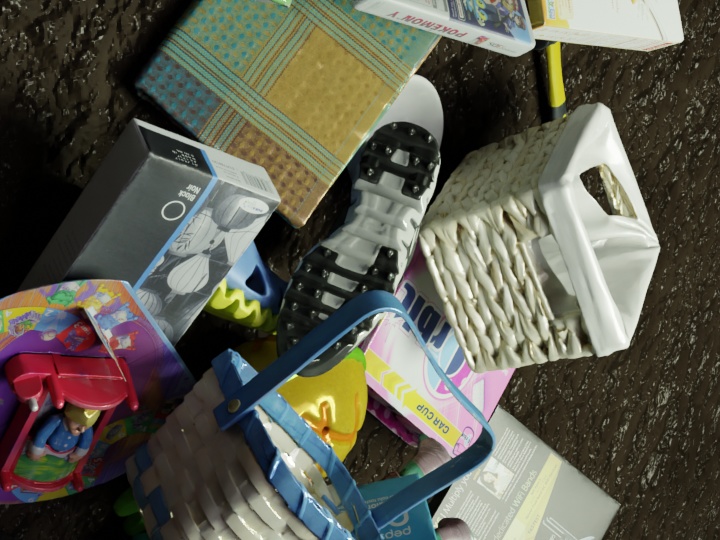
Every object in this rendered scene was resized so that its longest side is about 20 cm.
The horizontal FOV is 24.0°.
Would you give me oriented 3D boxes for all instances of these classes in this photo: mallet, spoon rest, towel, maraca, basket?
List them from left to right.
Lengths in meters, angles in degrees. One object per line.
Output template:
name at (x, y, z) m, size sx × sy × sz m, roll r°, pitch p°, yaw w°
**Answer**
maraca at (-0.079, 0.114, 1.148) m, size 0.199 × 0.107 × 0.137 m, roll -33°, pitch 155°, yaw -13°
towel at (-0.037, -0.148, 1.089) m, size 0.146 × 0.022 × 0.201 m, roll 40°, pitch 71°, yaw -16°
basket at (-0.029, 0.114, 1.016) m, size 0.199 × 0.140 × 0.177 m, roll -31°, pitch 134°, yaw 5°
spoon rest at (0.004, -0.112, 1.181) m, size 0.200 × 0.060 × 0.100 m, roll 41°, pitch 74°, yaw -49°
basket at (0.134, -0.023, 1.253) m, size 0.137 × 0.122 × 0.200 m, roll 67°, pitch 24°, yaw -14°
mallet at (0.165, -0.150, 1.384) m, size 0.066 × 0.041 × 0.201 m, roll -49°, pitch 142°, yaw -29°

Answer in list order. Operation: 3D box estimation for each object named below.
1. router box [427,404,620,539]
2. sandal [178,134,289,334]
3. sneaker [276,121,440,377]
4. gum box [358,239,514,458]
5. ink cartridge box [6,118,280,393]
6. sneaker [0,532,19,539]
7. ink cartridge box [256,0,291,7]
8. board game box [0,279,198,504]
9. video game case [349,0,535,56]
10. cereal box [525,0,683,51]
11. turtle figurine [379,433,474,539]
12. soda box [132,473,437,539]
router box at (0.107, 0.235, 1.416) m, size 0.157 × 0.052 × 0.201 m, roll 40°, pitch 74°, yaw -23°
sandal at (-0.096, -0.021, 1.090) m, size 0.200 × 0.079 × 0.088 m, roll 37°, pitch 73°, yaw -52°
sneaker at (0.000, 0.000, 1.139) m, size 0.091 × 0.066 × 0.201 m, roll 97°, pitch 16°, yaw -58°
gum box at (0.045, 0.060, 1.300) m, size 0.114 × 0.066 × 0.200 m, roll -61°, pitch 141°, yaw -12°
ink cartridge box at (-0.142, 0.010, 0.994) m, size 0.099 × 0.039 × 0.200 m, roll 17°, pitch 121°, yaw -40°
sneaker at (-0.208, 0.228, 1.067) m, size 0.085 × 0.077 × 0.200 m, roll -55°, pitch 140°, yaw -10°
ink cartridge box at (-0.081, -0.274, 0.977) m, size 0.145 × 0.084 × 0.202 m, roll 18°, pitch 91°, yaw -46°
board game box at (-0.177, 0.090, 0.992) m, size 0.157 × 0.039 × 0.201 m, roll -26°, pitch 142°, yaw 0°
video game case at (0.035, -0.247, 1.102) m, size 0.181 × 0.023 × 0.202 m, roll 6°, pitch 66°, yaw -51°
cereal box at (0.174, -0.247, 1.302) m, size 0.199 × 0.039 × 0.146 m, roll -5°, pitch 85°, yaw -49°
turtle figurine at (-0.016, 0.203, 1.237) m, size 0.198 × 0.101 × 0.151 m, roll -20°, pitch 120°, yaw -23°
soda box at (-0.048, 0.198, 1.122) m, size 0.198 × 0.068 × 0.065 m, roll -12°, pitch 128°, yaw -3°
